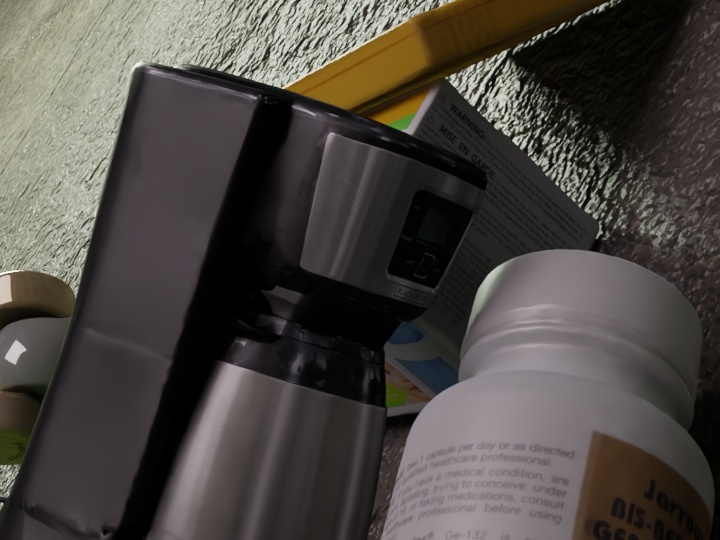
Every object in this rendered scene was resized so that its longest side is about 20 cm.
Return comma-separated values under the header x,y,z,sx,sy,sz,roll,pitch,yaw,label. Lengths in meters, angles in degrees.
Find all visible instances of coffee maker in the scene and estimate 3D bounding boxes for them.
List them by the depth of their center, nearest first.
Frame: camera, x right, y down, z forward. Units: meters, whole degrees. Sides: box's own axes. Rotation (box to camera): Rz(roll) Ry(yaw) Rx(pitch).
x,y,z,sx,sy,sz,roll,pitch,yaw,label
-0.066,0.026,0.659,0.135,0.190,0.202,30,-104,-83,coffee maker

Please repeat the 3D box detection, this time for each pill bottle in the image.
x,y,z,sx,sy,sz,roll,pitch,yaw,label
0.064,0.099,0.599,0.114,0.114,0.201,-28,36,47,pill bottle

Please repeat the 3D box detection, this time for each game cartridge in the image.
x,y,z,sx,sy,sz,roll,pitch,yaw,label
0.050,-0.119,0.863,0.199,0.033,0.176,-25,3,-36,game cartridge

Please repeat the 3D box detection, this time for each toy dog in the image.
x,y,z,sx,sy,sz,roll,pitch,yaw,label
-0.121,0.065,0.901,0.096,0.199,0.133,-15,78,33,toy dog

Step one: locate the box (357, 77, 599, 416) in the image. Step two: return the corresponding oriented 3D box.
x,y,z,sx,sy,sz,roll,pitch,yaw,label
0.000,0.000,0.838,0.199,0.112,0.102,-17,38,57,box
